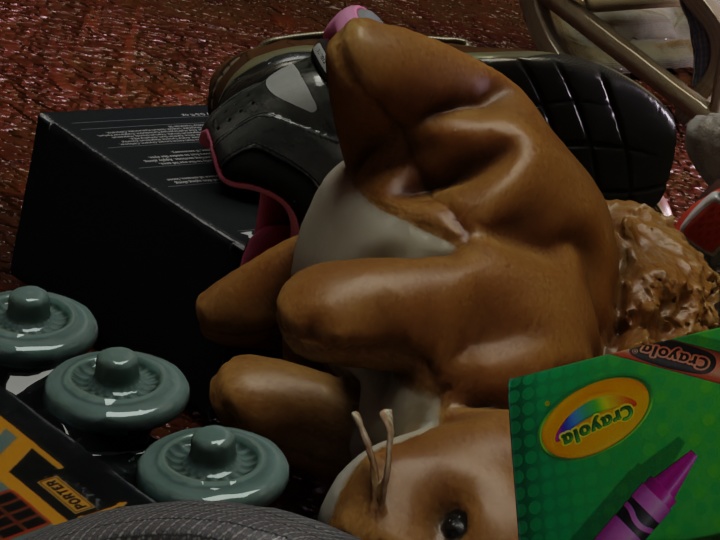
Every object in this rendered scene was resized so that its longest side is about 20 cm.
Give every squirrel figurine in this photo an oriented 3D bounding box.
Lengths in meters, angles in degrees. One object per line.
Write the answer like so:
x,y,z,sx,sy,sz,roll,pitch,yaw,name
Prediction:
0.054,0.049,0.767,0.199,0.142,0.187,17,38,-29,squirrel figurine

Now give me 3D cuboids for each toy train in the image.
-0.103,0.072,0.728,0.113,0.086,0.200,-16,33,-36,toy train

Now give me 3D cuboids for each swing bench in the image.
0.230,-0.172,1.539,0.199,0.131,0.198,22,21,39,swing bench

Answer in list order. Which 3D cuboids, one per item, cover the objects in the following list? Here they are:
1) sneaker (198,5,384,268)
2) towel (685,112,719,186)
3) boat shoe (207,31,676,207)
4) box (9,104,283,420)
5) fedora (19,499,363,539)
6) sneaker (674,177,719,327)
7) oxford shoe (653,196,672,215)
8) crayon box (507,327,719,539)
0.000,0.000,0.881,0.095,0.201,0.079,-29,36,-6,sneaker
0.245,-0.011,1.047,0.132,0.035,0.200,3,-28,44,towel
0.031,-0.065,0.967,0.199,0.076,0.074,7,18,-21,boat shoe
-0.024,-0.011,1.000,0.199,0.079,0.141,-6,26,-44,box
-0.023,0.149,0.500,0.200,0.177,0.090,46,-1,25,fedora
0.146,-0.005,0.912,0.077,0.200,0.082,43,31,-10,sneaker
0.053,-0.036,1.167,0.199,0.071,0.074,17,45,11,oxford shoe
0.138,0.070,0.669,0.118,0.059,0.200,-15,-25,27,crayon box
